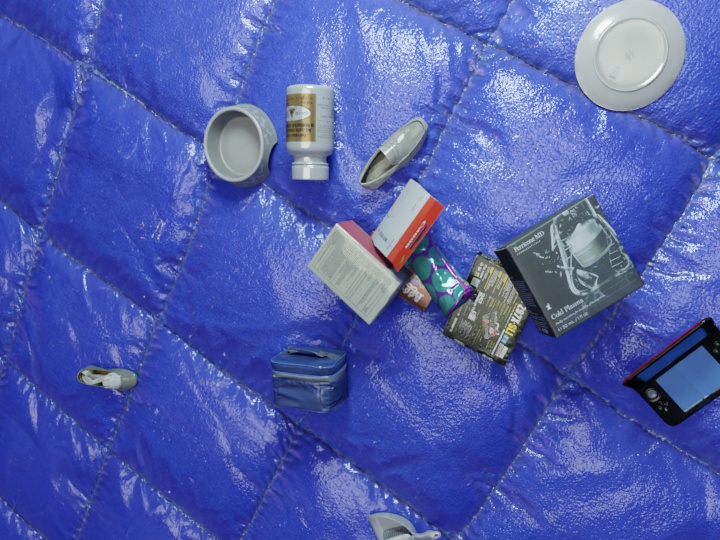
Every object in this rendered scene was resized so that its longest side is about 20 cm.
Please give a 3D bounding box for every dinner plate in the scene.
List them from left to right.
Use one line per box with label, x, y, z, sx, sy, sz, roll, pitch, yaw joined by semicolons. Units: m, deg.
dinner plate;0.518;-0.416;1.004;0.194;0.024;0.207;4;101;20

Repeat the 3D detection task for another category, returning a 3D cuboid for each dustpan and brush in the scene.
dustpan and brush;0.118;0.668;1.307;0.196;0.057;0.143;-26;90;21

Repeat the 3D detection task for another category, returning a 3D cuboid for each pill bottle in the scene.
pill bottle;-0.115;-0.313;1.197;0.111;0.114;0.207;5;101;18

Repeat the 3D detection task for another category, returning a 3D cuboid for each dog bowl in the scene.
dog bowl;-0.304;-0.311;1.295;0.194;0.059;0.207;3;100;18

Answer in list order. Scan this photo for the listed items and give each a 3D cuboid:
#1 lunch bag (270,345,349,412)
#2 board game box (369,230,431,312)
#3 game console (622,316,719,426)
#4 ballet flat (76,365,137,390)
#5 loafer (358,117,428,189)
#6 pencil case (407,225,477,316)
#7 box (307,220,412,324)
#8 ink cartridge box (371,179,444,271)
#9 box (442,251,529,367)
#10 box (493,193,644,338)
lunch bag;-0.129;0.254;1.286;0.194;0.135;0.137;2;100;20
board game box;0.091;0.001;1.228;0.197;0.019;0.105;31;109;12
game console;0.638;0.204;1.014;0.173;0.118;0.200;47;111;7
ballet flat;-0.764;0.329;1.563;0.194;0.064;0.070;4;101;19
loafer;0.072;-0.258;1.163;0.070;0.070;0.200;46;110;7
pencil case;0.166;-0.004;1.137;0.202;0.084;0.093;56;131;22
box;0.000;0.000;1.192;0.199;0.109;0.129;42;110;9
ink cartridge box;0.093;-0.102;1.107;0.056;0.200;0.164;33;101;-10
box;0.290;0.085;1.155;0.156;0.049;0.205;25;106;11
box;0.405;-0.008;1.032;0.197;0.124;0.200;-31;87;2
